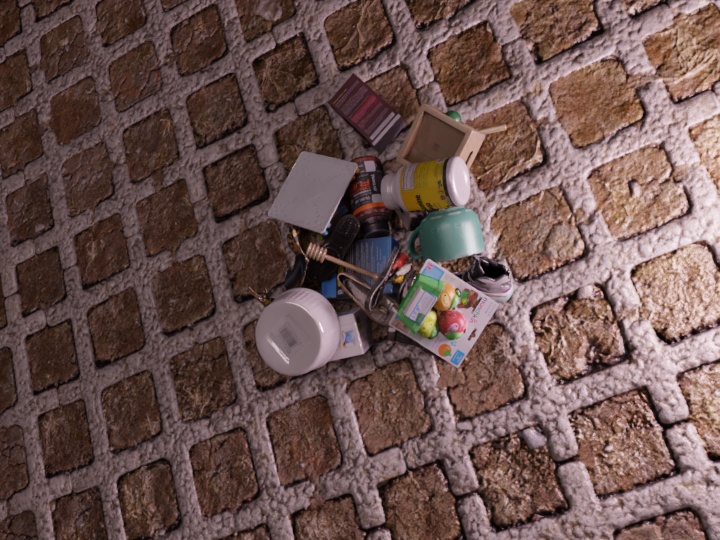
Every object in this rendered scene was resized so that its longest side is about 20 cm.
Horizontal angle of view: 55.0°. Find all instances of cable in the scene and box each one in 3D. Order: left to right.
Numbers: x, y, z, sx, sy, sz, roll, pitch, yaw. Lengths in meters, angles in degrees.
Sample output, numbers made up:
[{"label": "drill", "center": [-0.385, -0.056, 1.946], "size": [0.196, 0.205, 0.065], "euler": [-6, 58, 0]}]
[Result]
[{"label": "cable", "center": [0.070, 0.016, 1.644], "size": [0.049, 0.201, 0.099], "euler": [16, 127, 19]}]

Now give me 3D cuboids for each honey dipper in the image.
[{"label": "honey dipper", "center": [-0.039, -0.017, 1.705], "size": [0.196, 0.038, 0.039], "euler": [21, 85, 0]}]

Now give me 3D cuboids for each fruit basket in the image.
[{"label": "fruit basket", "center": [0.190, 0.103, 1.604], "size": [0.198, 0.094, 0.187], "euler": [33, 106, 5]}]

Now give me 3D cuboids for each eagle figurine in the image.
[{"label": "eagle figurine", "center": [-0.162, 0.065, 1.754], "size": [0.198, 0.151, 0.154], "euler": [-30, 53, 23]}]

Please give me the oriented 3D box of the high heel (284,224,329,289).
[{"label": "high heel", "center": [-0.126, -0.055, 1.828], "size": [0.140, 0.071, 0.205], "euler": [12, 99, 29]}]

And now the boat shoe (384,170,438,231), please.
[{"label": "boat shoe", "center": [0.131, -0.185, 1.776], "size": [0.091, 0.075, 0.203], "euler": [-12, 54, -18]}]

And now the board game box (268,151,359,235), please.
[{"label": "board game box", "center": [-0.119, -0.199, 1.772], "size": [0.197, 0.026, 0.203], "euler": [18, 75, 36]}]

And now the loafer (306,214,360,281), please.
[{"label": "loafer", "center": [-0.064, -0.057, 1.754], "size": [0.073, 0.071, 0.201], "euler": [38, 106, -7]}]

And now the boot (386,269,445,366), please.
[{"label": "boot", "center": [0.167, 0.114, 1.698], "size": [0.170, 0.069, 0.205], "euler": [15, 88, 17]}]

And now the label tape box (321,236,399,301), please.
[{"label": "label tape box", "center": [0.000, 0.000, 1.778], "size": [0.195, 0.063, 0.148], "euler": [-5, 76, 22]}]

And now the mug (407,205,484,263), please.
[{"label": "mug", "center": [0.199, -0.086, 1.657], "size": [0.180, 0.152, 0.117], "euler": [-11, 94, 3]}]

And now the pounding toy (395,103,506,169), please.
[{"label": "pounding toy", "center": [0.228, -0.318, 1.734], "size": [0.183, 0.141, 0.203], "euler": [34, 108, 23]}]

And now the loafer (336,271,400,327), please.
[{"label": "loafer", "center": [0.019, 0.071, 1.687], "size": [0.199, 0.063, 0.073], "euler": [37, 95, 23]}]

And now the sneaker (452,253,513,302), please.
[{"label": "sneaker", "center": [0.259, 0.008, 1.630], "size": [0.195, 0.141, 0.079], "euler": [-1, 55, 13]}]

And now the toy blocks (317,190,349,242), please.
[{"label": "toy blocks", "center": [-0.087, -0.188, 1.835], "size": [0.135, 0.100, 0.202], "euler": [-33, 53, 3]}]

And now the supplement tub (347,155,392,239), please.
[{"label": "supplement tub", "center": [0.023, -0.184, 1.786], "size": [0.105, 0.107, 0.205], "euler": [-17, 73, 16]}]

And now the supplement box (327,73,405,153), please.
[{"label": "supplement box", "center": [0.016, -0.424, 1.866], "size": [0.109, 0.061, 0.200], "euler": [-45, 68, 5]}]

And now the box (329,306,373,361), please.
[{"label": "box", "center": [-0.081, 0.167, 1.734], "size": [0.195, 0.112, 0.104], "euler": [-14, 93, 17]}]

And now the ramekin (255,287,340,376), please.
[{"label": "ramekin", "center": [-0.154, 0.150, 1.643], "size": [0.195, 0.098, 0.206], "euler": [2, 99, 15]}]

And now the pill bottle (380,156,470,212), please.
[{"label": "pill bottle", "center": [0.152, -0.198, 1.640], "size": [0.196, 0.112, 0.115], "euler": [-5, 76, 32]}]
